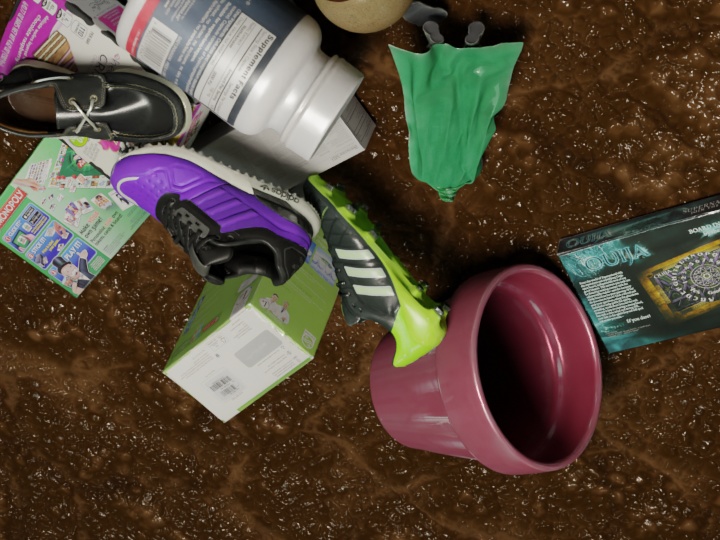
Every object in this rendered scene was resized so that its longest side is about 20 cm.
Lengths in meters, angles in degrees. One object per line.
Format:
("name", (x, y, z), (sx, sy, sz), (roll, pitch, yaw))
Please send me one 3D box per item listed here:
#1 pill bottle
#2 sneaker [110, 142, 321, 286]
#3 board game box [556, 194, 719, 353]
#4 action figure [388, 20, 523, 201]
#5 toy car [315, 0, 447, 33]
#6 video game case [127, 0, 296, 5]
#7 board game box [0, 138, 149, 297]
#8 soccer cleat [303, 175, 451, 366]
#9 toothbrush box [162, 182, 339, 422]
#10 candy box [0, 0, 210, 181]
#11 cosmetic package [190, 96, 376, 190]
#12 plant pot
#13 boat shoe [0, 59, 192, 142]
("pill bottle", (-0.101, -0.190, 1.229), (0.199, 0.120, 0.120), (35, 130, -3))
("sneaker", (-0.140, -0.042, 1.270), (0.197, 0.100, 0.070), (18, 144, 0))
("board game box", (0.305, 0.002, 1.357), (0.198, 0.028, 0.136), (-16, 122, 28))
("action figure", (0.082, -0.137, 1.293), (0.116, 0.055, 0.202), (3, 138, 2))
("toy car", (0.004, -0.268, 1.191), (0.162, 0.160, 0.200), (4, 157, 22))
("video game case", (-0.155, -0.271, 1.286), (0.142, 0.018, 0.201), (-20, 120, 30))
("board game box", (-0.303, -0.069, 1.488), (0.134, 0.029, 0.200), (38, 129, -13))
("soccer cleat", (0.000, 0.000, 1.318), (0.081, 0.067, 0.201), (-42, 79, 16))
("toothbrush box", (-0.093, 0.027, 1.387), (0.086, 0.201, 0.145), (40, 128, -18))
("candy box", (-0.243, -0.177, 1.329), (0.199, 0.061, 0.137), (37, 127, 2))
("cosmetic package", (-0.088, -0.120, 1.365), (0.198, 0.051, 0.083), (-24, 114, 32))
("plant pot", (0.113, 0.106, 1.407), (0.178, 0.201, 0.201), (-14, 125, 44))
("boat shoe", (-0.246, -0.143, 1.272), (0.197, 0.068, 0.073), (9, 121, 19))
